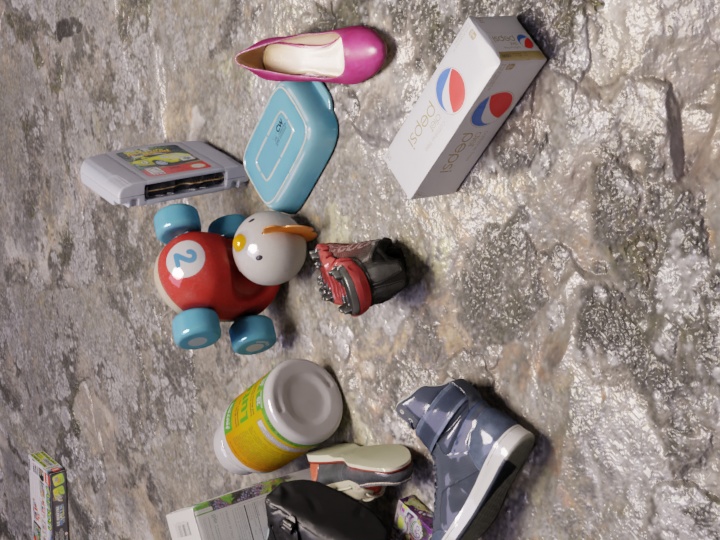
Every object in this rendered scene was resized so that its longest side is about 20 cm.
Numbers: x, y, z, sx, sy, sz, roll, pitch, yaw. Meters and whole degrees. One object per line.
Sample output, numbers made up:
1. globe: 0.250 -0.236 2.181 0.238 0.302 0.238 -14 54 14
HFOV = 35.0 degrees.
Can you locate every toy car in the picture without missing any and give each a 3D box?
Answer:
1. toy car: -0.146 -0.020 1.453 0.199 0.176 0.186 -35 59 37

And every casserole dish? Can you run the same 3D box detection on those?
1. casserole dish: -0.095 -0.158 1.444 0.122 0.039 0.201 58 137 24

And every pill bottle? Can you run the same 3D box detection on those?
1. pill bottle: -0.117 0.201 1.497 0.200 0.110 0.112 -39 68 49

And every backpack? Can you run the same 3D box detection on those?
1. backpack: -0.043 0.360 1.404 0.162 0.154 0.202 25 120 21

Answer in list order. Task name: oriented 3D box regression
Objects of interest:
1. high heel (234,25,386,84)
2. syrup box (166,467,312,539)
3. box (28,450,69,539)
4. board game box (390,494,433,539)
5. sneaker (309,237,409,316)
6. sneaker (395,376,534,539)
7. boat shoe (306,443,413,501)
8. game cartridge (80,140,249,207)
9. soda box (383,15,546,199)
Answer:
1. high heel: -0.058 -0.250 1.325 0.199 0.095 0.068 17 112 50
2. syrup box: -0.141 0.322 1.486 0.079 0.199 0.082 -26 80 51
3. box: -0.626 0.477 2.291 0.110 0.034 0.202 21 114 48
4. board game box: 0.073 0.385 1.367 0.120 0.032 0.202 32 123 39
5. sneaker: 0.000 0.000 1.334 0.200 0.097 0.072 -150 43 -72
6. sneaker: 0.090 0.212 1.247 0.146 0.077 0.204 38 118 27
7. boat shoe: 0.002 0.249 1.389 0.199 0.071 0.063 -11 93 55
8. game cartridge: -0.267 -0.134 1.540 0.133 0.199 0.041 26 121 46
9. soda box: 0.102 -0.163 1.159 0.064 0.068 0.201 58 138 25
